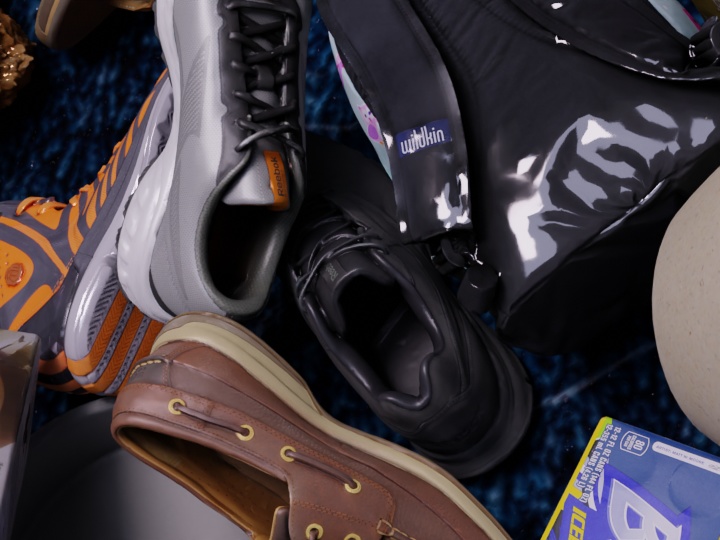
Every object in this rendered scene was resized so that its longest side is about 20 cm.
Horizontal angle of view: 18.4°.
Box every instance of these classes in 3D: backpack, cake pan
[{"bbox_3d":[0.069,-0.072,0.953,0.167,0.127,0.200,-35,56,-4],"label":"backpack"},{"bbox_3d":[-0.101,0.155,1.002,0.200,0.037,0.201,-10,67,23],"label":"cake pan"}]

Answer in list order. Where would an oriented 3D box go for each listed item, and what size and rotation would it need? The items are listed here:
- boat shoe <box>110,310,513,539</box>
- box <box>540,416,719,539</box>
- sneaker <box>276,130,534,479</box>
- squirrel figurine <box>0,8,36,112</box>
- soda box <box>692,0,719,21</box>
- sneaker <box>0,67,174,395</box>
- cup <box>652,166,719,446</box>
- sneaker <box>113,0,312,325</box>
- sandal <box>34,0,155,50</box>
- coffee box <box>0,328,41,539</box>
[{"bbox_3d":[-0.017,0.101,0.923,0.200,0.072,0.068,36,48,3],"label":"boat shoe"},{"bbox_3d":[0.086,0.161,0.857,0.070,0.064,0.200,19,62,22],"label":"box"},{"bbox_3d":[0.000,0.000,0.981,0.076,0.091,0.200,-45,57,7],"label":"sneaker"},{"bbox_3d":[-0.264,-0.148,1.110,0.142,0.187,0.200,-47,58,3],"label":"squirrel figurine"},{"bbox_3d":[0.156,-0.149,0.895,0.064,0.200,0.068,-50,58,1],"label":"soda box"},{"bbox_3d":[-0.121,-0.038,1.064,0.112,0.078,0.200,7,61,42],"label":"sneaker"},{"bbox_3d":[0.196,0.012,0.835,0.143,0.200,0.201,-7,67,42],"label":"cup"},{"bbox_3d":[-0.048,-0.070,0.955,0.079,0.074,0.201,17,100,54],"label":"sneaker"},{"bbox_3d":[-0.077,-0.167,1.101,0.200,0.080,0.054,-34,81,6],"label":"sandal"},{"bbox_3d":[-0.203,0.106,0.925,0.113,0.080,0.200,9,32,-5],"label":"coffee box"}]
